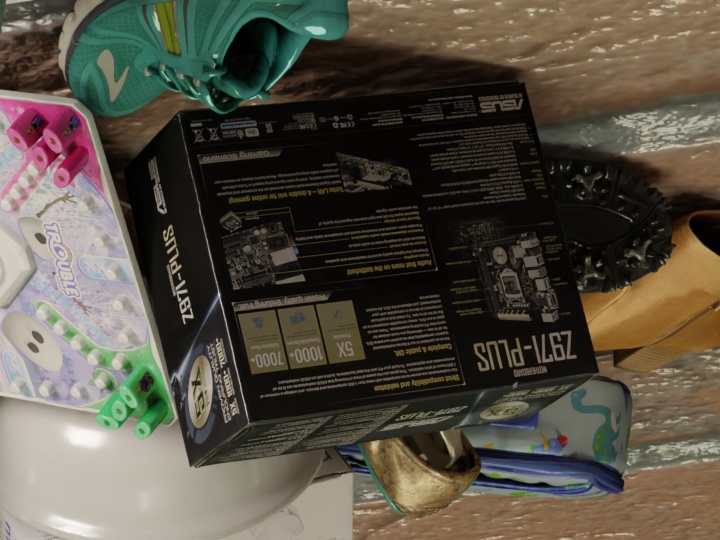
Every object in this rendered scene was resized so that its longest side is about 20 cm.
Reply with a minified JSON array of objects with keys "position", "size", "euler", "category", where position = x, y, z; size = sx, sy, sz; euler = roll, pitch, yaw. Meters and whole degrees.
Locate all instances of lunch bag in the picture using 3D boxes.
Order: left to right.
[{"position":[0.063,0.093,1.827],"size":[0.200,0.083,0.161],"euler":[6,173,10],"category":"lunch bag"}]

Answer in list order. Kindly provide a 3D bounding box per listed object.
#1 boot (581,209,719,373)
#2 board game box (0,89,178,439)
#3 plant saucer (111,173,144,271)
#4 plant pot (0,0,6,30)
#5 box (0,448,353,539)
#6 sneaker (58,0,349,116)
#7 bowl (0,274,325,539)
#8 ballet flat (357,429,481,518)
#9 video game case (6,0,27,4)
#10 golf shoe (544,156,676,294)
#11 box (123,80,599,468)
[{"position":[0.141,0.003,1.708],"size":[0.201,0.071,0.144],"euler":[11,148,-30],"category":"boot"},{"position":[-0.202,-0.007,1.528],"size":[0.200,0.026,0.200],"euler":[8,129,30],"category":"board game box"},{"position":[-0.211,-0.026,1.654],"size":[0.200,0.035,0.200],"euler":[-5,161,-2],"category":"plant saucer"},{"position":[-0.259,-0.148,1.213],"size":[0.196,0.200,0.200],"euler":[6,157,7],"category":"plant pot"},{"position":[-0.128,0.129,1.749],"size":[0.200,0.176,0.097],"euler":[-14,126,-23],"category":"box"},{"position":[-0.076,-0.110,1.399],"size":[0.077,0.080,0.200],"euler":[-1,163,-39],"category":"sneaker"},{"position":[-0.120,0.064,1.681],"size":[0.201,0.201,0.090],"euler":[0,120,1],"category":"bowl"},{"position":[0.008,0.050,1.709],"size":[0.065,0.071,0.200],"euler":[-24,108,32],"category":"ballet flat"},{"position":[-0.239,-0.156,1.388],"size":[0.200,0.017,0.143],"euler":[-7,155,16],"category":"video game case"},{"position":[0.072,-0.024,1.647],"size":[0.200,0.078,0.094],"euler":[-1,-176,-12],"category":"golf shoe"},{"position":[0.000,0.000,1.504],"size":[0.200,0.164,0.086],"euler":[-8,165,-27],"category":"box"}]
